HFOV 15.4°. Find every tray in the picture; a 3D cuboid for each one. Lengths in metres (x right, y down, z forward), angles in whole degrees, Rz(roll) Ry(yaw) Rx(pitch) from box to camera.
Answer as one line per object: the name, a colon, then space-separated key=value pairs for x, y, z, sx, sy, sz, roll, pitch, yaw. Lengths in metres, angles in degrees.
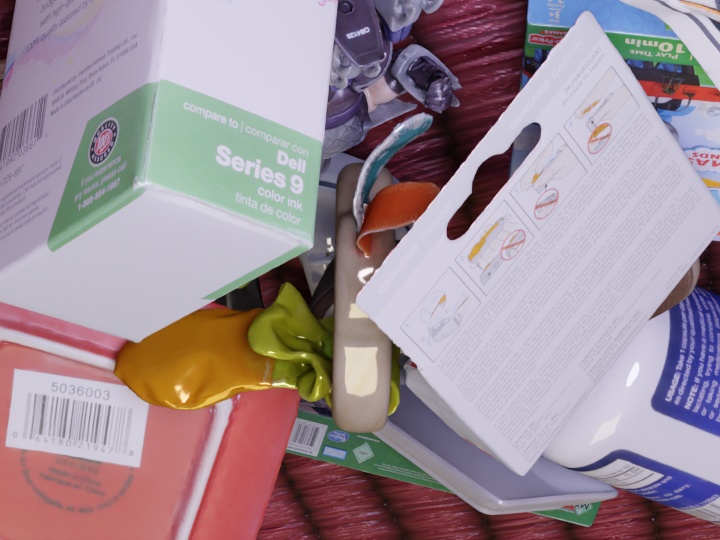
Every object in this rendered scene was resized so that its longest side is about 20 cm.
tray: x=0.040 y=0.086 z=1.483 sx=0.107 sy=0.022 sz=0.200 roll=0 pitch=-154 yaw=-47

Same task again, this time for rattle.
rattle: x=-0.038 y=-0.004 z=1.205 sx=0.142 sy=0.131 sz=0.200 roll=17 pitch=166 yaw=6

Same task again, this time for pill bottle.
pill bottle: x=0.150 y=0.058 z=1.447 sx=0.200 sy=0.120 sz=0.120 roll=22 pitch=151 yaw=-30

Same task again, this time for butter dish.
butter dish: x=-0.140 y=0.069 z=1.387 sx=0.199 sy=0.148 sz=0.200 roll=17 pitch=114 yaw=-5

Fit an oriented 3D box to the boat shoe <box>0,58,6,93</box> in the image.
boat shoe: x=-0.158 y=-0.060 z=1.265 sx=0.200 sy=0.065 sz=0.072 roll=-25 pitch=136 yaw=11

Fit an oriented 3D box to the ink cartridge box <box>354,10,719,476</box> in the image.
ink cartridge box: x=0.072 y=-0.013 z=1.182 sx=0.050 sy=0.162 sz=0.200 roll=35 pitch=173 yaw=37

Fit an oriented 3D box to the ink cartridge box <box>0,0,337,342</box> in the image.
ink cartridge box: x=-0.080 y=-0.090 z=1.093 sx=0.087 sy=0.201 sz=0.145 roll=18 pitch=153 yaw=-30

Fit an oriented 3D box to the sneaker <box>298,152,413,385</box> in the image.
sneaker: x=0.000 y=0.000 z=1.418 sx=0.073 sy=0.071 sz=0.200 roll=-5 pitch=153 yaw=25

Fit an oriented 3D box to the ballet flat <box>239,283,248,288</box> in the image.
ballet flat: x=-0.097 y=-0.022 z=1.301 sx=0.067 sy=0.067 sz=0.200 roll=-12 pitch=176 yaw=10

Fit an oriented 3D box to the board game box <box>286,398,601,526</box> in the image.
board game box: x=0.033 y=0.088 z=1.557 sx=0.200 sy=0.029 sz=0.135 roll=15 pitch=-164 yaw=-17

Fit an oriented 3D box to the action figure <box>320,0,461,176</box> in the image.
action figure: x=-0.012 y=-0.084 z=1.204 sx=0.130 sy=0.069 sz=0.200 roll=-33 pitch=166 yaw=-22

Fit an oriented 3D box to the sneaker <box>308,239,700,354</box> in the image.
sneaker: x=0.068 y=0.020 z=1.320 sx=0.199 sy=0.076 sz=0.071 roll=-8 pitch=118 yaw=22

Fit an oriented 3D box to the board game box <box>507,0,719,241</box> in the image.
board game box: x=0.149 y=-0.074 z=1.260 sx=0.151 sy=0.037 sz=0.200 roll=6 pitch=156 yaw=3

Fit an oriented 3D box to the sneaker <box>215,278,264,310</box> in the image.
sneaker: x=-0.154 y=0.007 z=1.486 sx=0.199 sy=0.086 sz=0.081 roll=-5 pitch=126 yaw=-15

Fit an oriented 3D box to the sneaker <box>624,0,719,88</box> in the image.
sneaker: x=0.146 y=-0.136 z=1.065 sx=0.079 sy=0.079 sz=0.200 roll=-20 pitch=146 yaw=30
